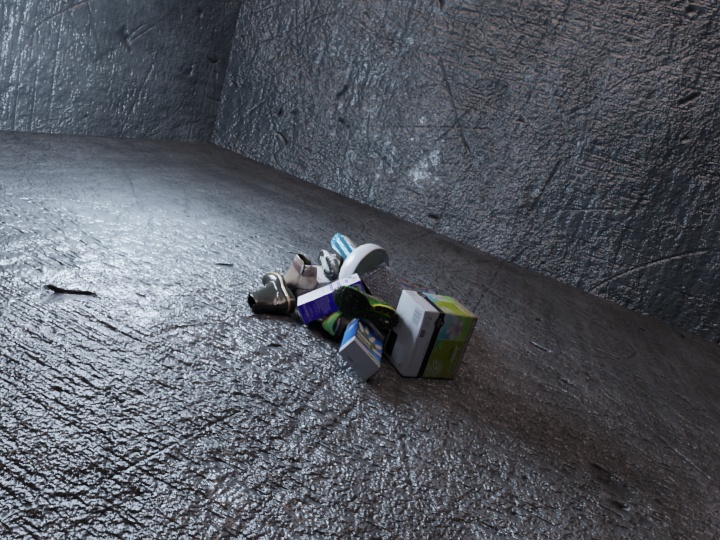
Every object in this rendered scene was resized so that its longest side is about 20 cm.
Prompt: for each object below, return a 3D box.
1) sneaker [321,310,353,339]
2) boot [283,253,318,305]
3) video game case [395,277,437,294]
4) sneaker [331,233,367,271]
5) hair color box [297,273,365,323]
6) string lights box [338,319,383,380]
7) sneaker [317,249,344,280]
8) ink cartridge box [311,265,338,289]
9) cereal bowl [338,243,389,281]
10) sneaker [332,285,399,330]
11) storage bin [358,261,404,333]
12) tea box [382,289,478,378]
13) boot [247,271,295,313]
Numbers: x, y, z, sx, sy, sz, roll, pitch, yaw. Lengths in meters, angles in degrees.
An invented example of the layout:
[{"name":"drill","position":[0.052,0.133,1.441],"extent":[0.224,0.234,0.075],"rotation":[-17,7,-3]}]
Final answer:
[{"name":"sneaker","position":[-0.039,0.146,1.627],"extent":[0.199,0.076,0.085],"rotation":[-34,91,-49]},{"name":"boot","position":[-0.210,0.017,1.729],"extent":[0.198,0.149,0.070],"rotation":[28,21,31]},{"name":"video game case","position":[0.179,0.072,1.909],"extent":[0.196,0.026,0.181],"rotation":[18,12,0]},{"name":"sneaker","position":[-0.020,-0.047,1.905],"extent":[0.080,0.077,0.201],"rotation":[12,39,-56]},{"name":"hair color box","position":[-0.085,0.081,1.609],"extent":[0.197,0.066,0.109],"rotation":[-23,12,-1]},{"name":"string lights box","position":[0.005,0.201,1.472],"extent":[0.103,0.059,0.200],"rotation":[47,15,-9]},{"name":"sneaker","position":[-0.082,-0.017,1.814],"extent":[0.089,0.068,0.200],"rotation":[10,15,-18]},{"name":"ink cartridge box","position":[-0.117,0.049,1.839],"extent":[0.198,0.089,0.145],"rotation":[5,21,-44]},{"name":"cereal bowl","position":[0.000,0.000,1.761],"extent":[0.083,0.203,0.198],"rotation":[35,23,32]},{"name":"sneaker","position":[0.011,0.101,1.515],"extent":[0.197,0.079,0.085],"rotation":[28,9,-8]},{"name":"storage bin","position":[0.085,0.094,1.671],"extent":[0.093,0.136,0.201],"rotation":[-29,61,-9]},{"name":"tea box","position":[0.196,0.183,1.551],"extent":[0.193,0.204,0.134],"rotation":[8,19,-30]},{"name":"boot","position":[-0.292,0.060,1.643],"extent":[0.136,0.079,0.200],"rotation":[1,22,-33]}]
